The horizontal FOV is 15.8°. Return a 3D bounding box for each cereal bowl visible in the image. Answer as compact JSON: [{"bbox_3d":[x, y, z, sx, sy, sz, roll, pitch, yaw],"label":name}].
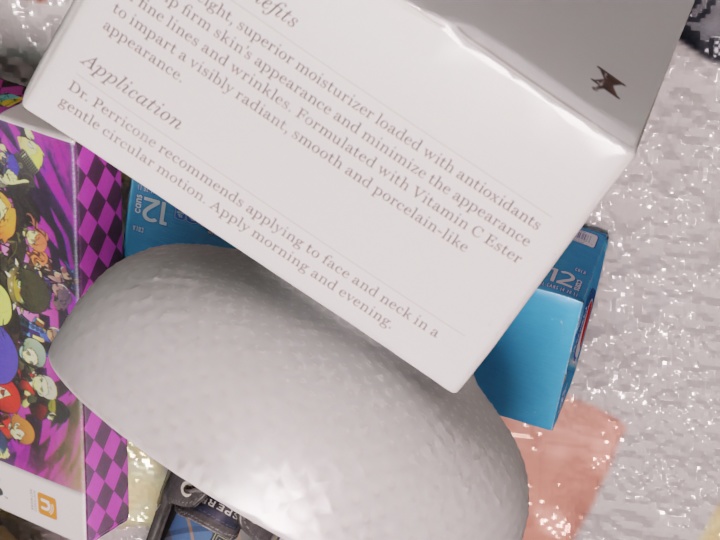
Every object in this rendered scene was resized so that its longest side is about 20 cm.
[{"bbox_3d":[-0.017,0.047,1.013,0.200,0.200,0.084,29,95,0],"label":"cereal bowl"}]

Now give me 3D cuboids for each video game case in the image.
[{"bbox_3d":[-0.182,0.004,1.158,0.181,0.036,0.201,19,122,30],"label":"video game case"}]

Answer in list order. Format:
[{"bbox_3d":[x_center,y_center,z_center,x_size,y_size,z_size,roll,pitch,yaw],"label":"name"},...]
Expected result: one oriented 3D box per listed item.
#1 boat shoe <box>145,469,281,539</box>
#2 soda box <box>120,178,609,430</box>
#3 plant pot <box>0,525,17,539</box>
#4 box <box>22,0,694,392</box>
[{"bbox_3d":[-0.062,0.105,1.188,0.070,0.066,0.200,28,120,1],"label":"boat shoe"},{"bbox_3d":[0.000,0.000,1.120,0.199,0.064,0.068,16,121,9],"label":"soda box"},{"bbox_3d":[-0.199,0.208,1.227,0.200,0.201,0.134,-35,139,27],"label":"plant pot"},{"bbox_3d":[0.010,-0.095,0.994,0.199,0.200,0.131,34,122,-2],"label":"box"}]
